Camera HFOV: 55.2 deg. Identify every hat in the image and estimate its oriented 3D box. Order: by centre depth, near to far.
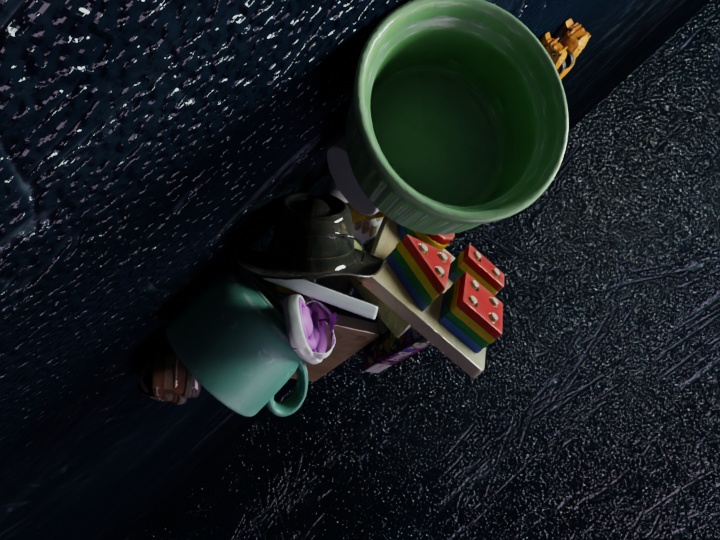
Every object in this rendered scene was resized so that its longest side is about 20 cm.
[{"bbox_3d":[-0.057,-0.046,0.790,0.194,0.084,0.201,1,-168,0],"label":"hat"}]

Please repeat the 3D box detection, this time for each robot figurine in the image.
[{"bbox_3d":[0.294,-0.319,1.157,0.144,0.059,0.201,-36,170,-34],"label":"robot figurine"}]

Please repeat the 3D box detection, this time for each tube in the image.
[{"bbox_3d":[0.000,0.000,0.921,0.058,0.201,0.052,-45,174,31],"label":"tube"}]

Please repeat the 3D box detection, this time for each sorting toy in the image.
[{"bbox_3d":[0.111,0.004,0.926,0.070,0.198,0.201,-44,-168,30],"label":"sorting toy"},{"bbox_3d":[-0.106,0.094,1.083,0.196,0.071,0.198,14,143,-34],"label":"sorting toy"}]

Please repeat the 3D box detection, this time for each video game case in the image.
[{"bbox_3d":[-0.058,0.025,0.891,0.200,0.139,0.018,-176,-74,-82],"label":"video game case"},{"bbox_3d":[0.055,0.036,1.080,0.035,0.206,0.180,9,153,-31],"label":"video game case"}]

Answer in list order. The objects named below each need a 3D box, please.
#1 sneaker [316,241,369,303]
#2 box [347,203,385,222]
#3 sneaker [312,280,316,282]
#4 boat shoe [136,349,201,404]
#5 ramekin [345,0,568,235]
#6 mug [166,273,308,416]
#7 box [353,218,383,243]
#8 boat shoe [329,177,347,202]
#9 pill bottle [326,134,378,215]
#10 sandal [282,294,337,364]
[{"bbox_3d":[-0.040,-0.022,1.118,0.074,0.080,0.205,-42,154,-64],"label":"sneaker"},{"bbox_3d":[0.058,-0.109,0.950,0.196,0.043,0.118,-4,-161,38],"label":"box"},{"bbox_3d":[-0.060,0.011,1.259,0.201,0.074,0.101,-52,-170,43],"label":"sneaker"},{"bbox_3d":[-0.262,0.138,0.921,0.070,0.078,0.199,5,162,-23],"label":"boat shoe"},{"bbox_3d":[0.078,-0.131,0.625,0.199,0.202,0.098,-38,180,-18],"label":"ramekin"},{"bbox_3d":[-0.136,0.085,0.847,0.115,0.152,0.185,-45,152,0],"label":"mug"},{"bbox_3d":[-0.020,-0.054,1.015,0.198,0.040,0.041,-31,-154,-34],"label":"box"},{"bbox_3d":[0.035,-0.134,0.863,0.197,0.072,0.069,-23,164,-39],"label":"boat shoe"},{"bbox_3d":[0.062,-0.149,0.736,0.199,0.112,0.111,-38,172,-20],"label":"pill bottle"},{"bbox_3d":[-0.050,0.069,0.821,0.048,0.085,0.203,-10,175,5],"label":"sandal"}]
